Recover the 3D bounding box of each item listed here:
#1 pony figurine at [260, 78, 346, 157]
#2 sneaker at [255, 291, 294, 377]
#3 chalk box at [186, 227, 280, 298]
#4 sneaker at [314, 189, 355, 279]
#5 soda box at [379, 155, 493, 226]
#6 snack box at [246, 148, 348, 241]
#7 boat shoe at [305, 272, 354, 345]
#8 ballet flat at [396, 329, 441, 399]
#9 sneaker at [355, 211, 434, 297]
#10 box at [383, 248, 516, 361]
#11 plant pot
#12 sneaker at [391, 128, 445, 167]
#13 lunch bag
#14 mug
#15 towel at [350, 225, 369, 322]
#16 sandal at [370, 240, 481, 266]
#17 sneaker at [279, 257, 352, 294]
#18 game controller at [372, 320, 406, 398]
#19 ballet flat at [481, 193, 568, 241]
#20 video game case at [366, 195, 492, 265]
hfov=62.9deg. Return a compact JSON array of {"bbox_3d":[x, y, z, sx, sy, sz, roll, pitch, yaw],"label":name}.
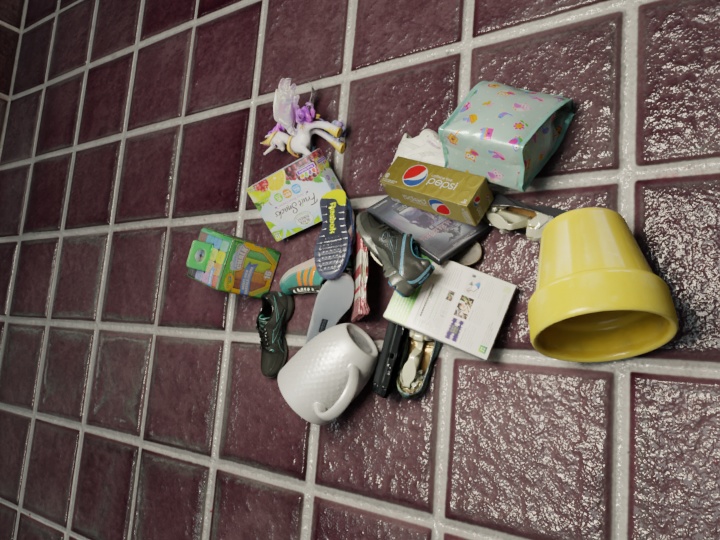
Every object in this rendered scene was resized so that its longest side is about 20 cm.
[{"bbox_3d":[-0.130,-0.325,1.346,0.200,0.166,0.194,29,110,20],"label":"pony figurine"},{"bbox_3d":[-0.209,0.143,1.342,0.075,0.079,0.201,3,84,36],"label":"sneaker"},{"bbox_3d":[-0.309,-0.019,1.370,0.124,0.200,0.125,20,93,37],"label":"chalk box"},{"bbox_3d":[-0.045,-0.066,1.205,0.074,0.082,0.201,-3,61,17],"label":"sneaker"},{"bbox_3d":[0.138,-0.148,1.077,0.200,0.064,0.068,23,72,38],"label":"soda box"},{"bbox_3d":[-0.141,-0.166,1.327,0.200,0.053,0.142,-22,106,32],"label":"snack box"},{"bbox_3d":[-0.063,0.078,1.242,0.086,0.074,0.202,-89,16,-61],"label":"boat shoe"},{"bbox_3d":[0.112,0.146,1.109,0.074,0.074,0.201,9,88,37],"label":"ballet flat"},{"bbox_3d":[0.061,-0.042,1.070,0.082,0.073,0.200,-38,57,7],"label":"sneaker"},{"bbox_3d":[0.160,0.058,1.056,0.199,0.036,0.145,22,80,15],"label":"box"},{"bbox_3d":[0.352,0.018,0.896,0.200,0.201,0.189,-20,53,32],"label":"plant pot"},{"bbox_3d":[0.149,-0.230,1.154,0.200,0.075,0.100,14,88,36],"label":"sneaker"},{"bbox_3d":[0.260,-0.251,1.037,0.170,0.122,0.200,23,58,32],"label":"lunch bag"},{"bbox_3d":[-0.052,0.208,1.153,0.175,0.148,0.200,-46,24,16],"label":"mug"},{"bbox_3d":[0.000,0.000,1.198,0.023,0.144,0.201,3,79,-7],"label":"towel"},{"bbox_3d":[0.128,-0.027,1.140,0.211,0.070,0.078,0,80,13],"label":"sandal"},{"bbox_3d":[-0.100,0.023,1.288,0.200,0.071,0.080,-27,68,34],"label":"sneaker"},{"bbox_3d":[0.063,0.143,1.138,0.042,0.104,0.201,15,89,2],"label":"game controller"},{"bbox_3d":[0.290,-0.081,1.021,0.200,0.073,0.073,26,96,38],"label":"ballet flat"},{"bbox_3d":[0.129,-0.099,1.121,0.143,0.019,0.200,-33,50,-25],"label":"video game case"}]
